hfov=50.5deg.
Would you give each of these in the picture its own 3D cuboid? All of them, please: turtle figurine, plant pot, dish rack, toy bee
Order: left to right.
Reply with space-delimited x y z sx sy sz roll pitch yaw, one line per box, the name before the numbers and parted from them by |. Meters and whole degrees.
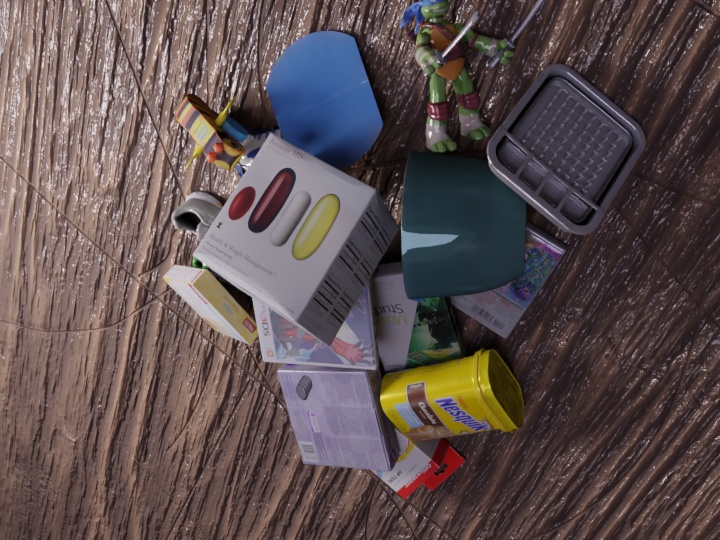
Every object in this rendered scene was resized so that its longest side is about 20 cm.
toy bee | -0.205 -0.194 1.123 0.197 0.109 0.133 22 101 14
turtle figurine | 0.139 -0.259 0.998 0.196 0.144 0.197 5 121 25
plant pot | 0.147 -0.061 1.042 0.157 0.201 0.205 1 116 12
dish rack | 0.262 -0.153 0.985 0.171 0.201 0.044 38 158 1

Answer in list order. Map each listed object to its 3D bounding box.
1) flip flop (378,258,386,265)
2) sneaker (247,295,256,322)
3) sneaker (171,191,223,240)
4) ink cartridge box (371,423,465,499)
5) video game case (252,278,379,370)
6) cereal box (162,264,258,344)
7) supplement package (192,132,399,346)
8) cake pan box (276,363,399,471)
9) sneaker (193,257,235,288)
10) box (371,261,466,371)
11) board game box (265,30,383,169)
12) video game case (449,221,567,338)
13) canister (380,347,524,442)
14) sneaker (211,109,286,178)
flip flop | 0.000 0.000 1.239 0.080 0.058 0.202 -29 101 32
sneaker | -0.146 0.007 1.298 0.077 0.078 0.201 12 127 -35
sneaker | -0.227 -0.069 1.285 0.196 0.092 0.077 14 120 16
ink cartridge box | 0.075 0.322 1.362 0.199 0.067 0.117 40 124 1
video game case | -0.073 0.066 1.181 0.196 0.023 0.186 2 116 17
cereal box | -0.257 0.055 1.312 0.144 0.040 0.199 50 160 -22
supplement package | -0.084 -0.041 1.064 0.189 0.147 0.202 29 82 22
cake pan box | -0.036 0.249 1.309 0.181 0.052 0.204 -4 110 32
sneaker | -0.217 -0.004 1.269 0.198 0.084 0.080 -8 75 53
box | 0.079 0.075 1.224 0.141 0.037 0.202 -8 126 21
board game box | -0.051 -0.248 1.141 0.155 0.039 0.204 -20 87 19
video game case | 0.185 -0.016 1.170 0.198 0.024 0.184 32 123 7
canister | 0.148 0.210 1.243 0.197 0.088 0.149 -16 132 29
sneaker | -0.158 -0.198 1.207 0.199 0.080 0.115 45 110 6
